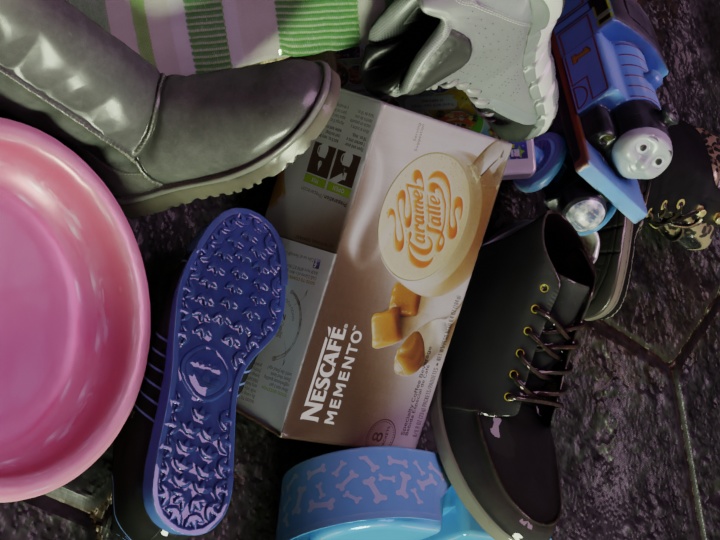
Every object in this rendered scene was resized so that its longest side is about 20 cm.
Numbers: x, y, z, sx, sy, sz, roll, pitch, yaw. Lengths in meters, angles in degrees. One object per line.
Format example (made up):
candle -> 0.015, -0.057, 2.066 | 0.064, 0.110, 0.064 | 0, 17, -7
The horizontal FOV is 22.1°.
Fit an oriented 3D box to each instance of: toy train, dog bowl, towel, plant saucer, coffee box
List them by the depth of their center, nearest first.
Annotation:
plant saucer -> -0.201, 0.021, 0.965 | 0.200, 0.051, 0.201 | 10, 76, -45
towel -> -0.074, -0.169, 1.014 | 0.153, 0.200, 0.023 | 87, -12, -49
coffee box -> 0.000, 0.000, 1.103 | 0.114, 0.080, 0.200 | 14, 96, -42
dog bowl -> 0.032, 0.151, 1.144 | 0.200, 0.111, 0.050 | 15, 58, -43
toy train -> 0.159, -0.114, 1.280 | 0.087, 0.114, 0.200 | 36, 30, -31

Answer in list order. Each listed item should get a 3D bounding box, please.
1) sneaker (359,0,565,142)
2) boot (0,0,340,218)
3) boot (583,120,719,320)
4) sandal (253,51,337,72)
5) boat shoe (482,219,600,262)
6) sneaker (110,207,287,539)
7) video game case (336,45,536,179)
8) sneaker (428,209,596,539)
sneaker -> 0.053, -0.123, 1.078 | 0.115, 0.200, 0.075 | -25, 65, -9
boot -> -0.135, -0.114, 0.976 | 0.200, 0.182, 0.073 | 45, 35, -35
boot -> 0.214, -0.046, 1.392 | 0.150, 0.073, 0.200 | 21, 63, -42
sandal -> -0.059, -0.168, 1.097 | 0.070, 0.077, 0.212 | -23, 114, -75
boat shoe -> 0.103, 0.018, 1.251 | 0.202, 0.086, 0.075 | -32, 105, -44
sneaker -> -0.099, 0.061, 1.043 | 0.070, 0.078, 0.200 | 28, 61, -25
video game case -> 0.033, -0.154, 1.191 | 0.143, 0.018, 0.200 | -3, 79, -5
sneaker -> 0.100, 0.063, 1.116 | 0.075, 0.106, 0.200 | 15, 52, -43
